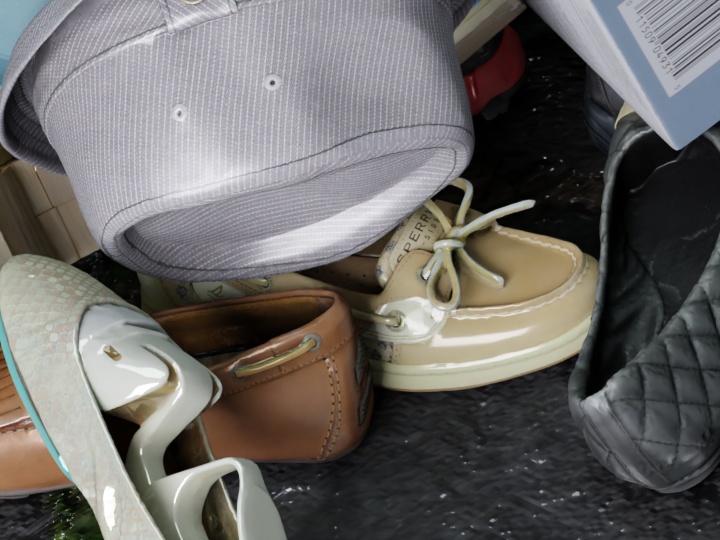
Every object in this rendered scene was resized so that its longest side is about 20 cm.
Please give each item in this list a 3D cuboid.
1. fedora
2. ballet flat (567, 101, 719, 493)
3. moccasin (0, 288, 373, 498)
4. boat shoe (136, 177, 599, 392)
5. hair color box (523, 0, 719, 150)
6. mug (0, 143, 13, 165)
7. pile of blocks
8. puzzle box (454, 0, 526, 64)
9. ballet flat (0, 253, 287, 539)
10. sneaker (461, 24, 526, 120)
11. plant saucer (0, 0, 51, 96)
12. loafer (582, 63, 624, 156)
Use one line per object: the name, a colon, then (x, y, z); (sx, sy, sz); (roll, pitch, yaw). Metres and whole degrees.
fedora: (-0.029, -0.057, 0.999); (0.199, 0.177, 0.091); (-17, 68, -6)
ballet flat: (0.112, -0.008, 1.007); (0.066, 0.057, 0.200); (-21, 40, 28)
moccasin: (-0.097, 0.039, 1.029); (0.201, 0.078, 0.074); (-3, 34, 17)
boat shoe: (0.000, 0.000, 1.066); (0.199, 0.063, 0.073); (1, 35, 21)
hair color box: (0.080, -0.140, 1.066); (0.061, 0.099, 0.200); (-37, 39, -1)
mug: (-0.162, -0.131, 1.062); (0.186, 0.153, 0.150); (-21, 74, -17)
pile of blocks: (-0.161, -0.007, 1.035); (0.082, 0.062, 0.200); (-23, 7, 15)
puzzle box: (-0.041, -0.141, 1.131); (0.133, 0.025, 0.200); (-40, 74, 10)
ballet flat: (-0.062, 0.066, 0.928); (0.062, 0.067, 0.200); (-40, 62, 27)
sneaker: (-0.028, -0.089, 1.179); (0.200, 0.098, 0.071); (-22, 36, -11)
plant saucer: (-0.096, -0.087, 1.022); (0.070, 0.200, 0.019); (-35, 63, 31)
loafer: (0.152, -0.060, 1.091); (0.073, 0.072, 0.200); (-29, 36, -24)
